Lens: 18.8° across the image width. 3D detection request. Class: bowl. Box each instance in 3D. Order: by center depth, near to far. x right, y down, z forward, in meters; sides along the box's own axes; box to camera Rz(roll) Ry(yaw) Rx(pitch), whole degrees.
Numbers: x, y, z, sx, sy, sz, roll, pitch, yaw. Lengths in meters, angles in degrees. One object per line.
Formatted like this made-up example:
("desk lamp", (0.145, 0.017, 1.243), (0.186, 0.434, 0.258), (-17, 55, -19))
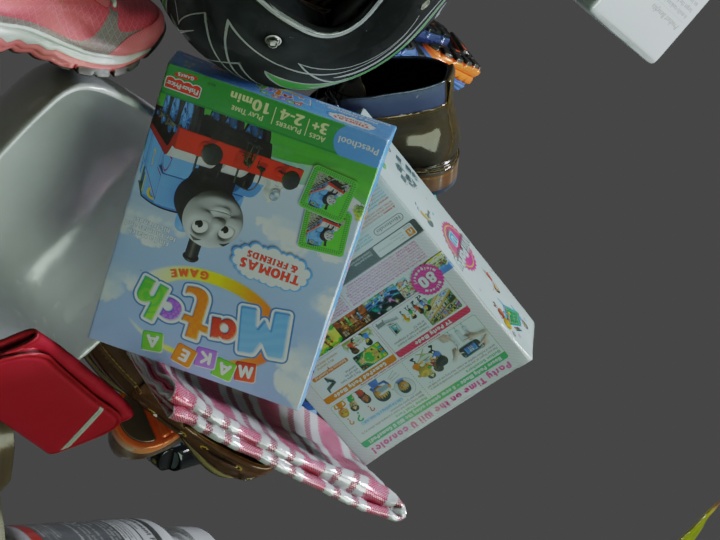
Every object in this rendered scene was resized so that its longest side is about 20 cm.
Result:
("bowl", (-0.208, -0.044, 1.460), (0.200, 0.075, 0.200), (-47, 143, 6))

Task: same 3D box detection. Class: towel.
("towel", (-0.066, 0.105, 1.511), (0.200, 0.146, 0.030), (28, 97, -24))

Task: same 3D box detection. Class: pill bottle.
("pill bottle", (-0.208, 0.256, 1.723), (0.200, 0.116, 0.116), (3, 124, -45))

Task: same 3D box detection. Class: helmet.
("helmet", (-0.036, -0.206, 1.364), (0.191, 0.200, 0.200), (-31, 144, 5))

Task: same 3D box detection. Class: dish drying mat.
("dish drying mat", (-0.222, 0.088, 1.519), (0.077, 0.018, 0.200), (-21, 158, 6))

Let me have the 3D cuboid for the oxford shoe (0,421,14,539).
("oxford shoe", (-0.302, 0.181, 1.609), (0.071, 0.071, 0.200), (-11, 123, -28))

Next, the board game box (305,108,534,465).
("board game box", (0.002, 0.014, 1.485), (0.147, 0.064, 0.200), (-33, 108, 19))

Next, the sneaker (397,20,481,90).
("sneaker", (0.005, -0.146, 1.560), (0.200, 0.075, 0.078), (14, 119, -47))

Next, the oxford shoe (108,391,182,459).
("oxford shoe", (-0.114, 0.083, 1.698), (0.200, 0.071, 0.073), (-28, 168, -23))

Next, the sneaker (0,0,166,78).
("sneaker", (-0.193, -0.176, 1.344), (0.200, 0.074, 0.087), (2, 124, -44))

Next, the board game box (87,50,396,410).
("board game box", (-0.079, -0.024, 1.420), (0.037, 0.151, 0.200), (-68, 176, -69))

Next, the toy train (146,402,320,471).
("toy train", (-0.086, 0.123, 1.763), (0.200, 0.046, 0.034), (-16, 136, -32))

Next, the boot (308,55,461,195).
("boot", (-0.026, -0.114, 1.508), (0.200, 0.075, 0.097), (5, 134, -3))

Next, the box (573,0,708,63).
("box", (0.205, -0.279, 1.544), (0.200, 0.152, 0.106), (-49, 144, 9))

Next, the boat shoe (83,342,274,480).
("boat shoe", (-0.131, 0.080, 1.599), (0.200, 0.068, 0.072), (46, 72, -22))

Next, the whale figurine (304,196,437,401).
("whale figurine", (0.000, 0.000, 1.583), (0.159, 0.104, 0.200), (20, 72, -56))
